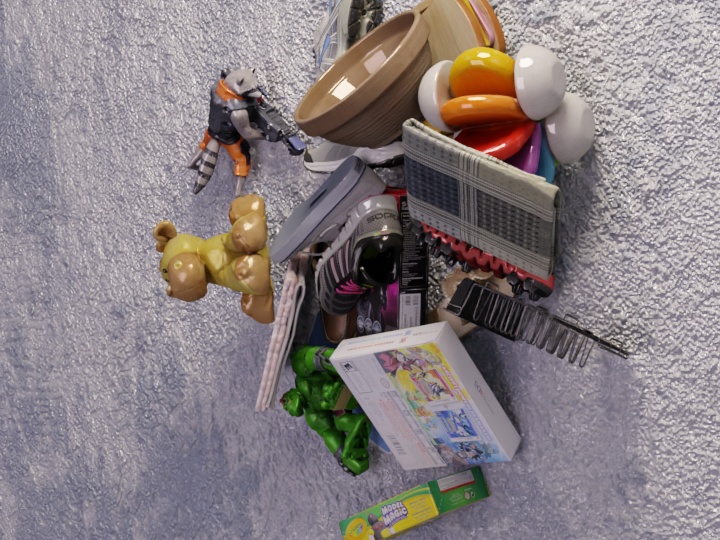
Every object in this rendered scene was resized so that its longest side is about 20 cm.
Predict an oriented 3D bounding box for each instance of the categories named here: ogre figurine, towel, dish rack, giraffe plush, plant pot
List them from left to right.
[{"bbox_3d":[-0.205,-0.013,1.838,0.159,0.200,0.176,-6,98,-2],"label":"giraffe plush"},{"bbox_3d":[-0.103,0.072,1.825,0.032,0.191,0.203,14,109,-4],"label":"towel"},{"bbox_3d":[-0.043,0.178,1.803,0.119,0.098,0.201,27,158,47],"label":"ogre figurine"},{"bbox_3d":[0.021,-0.216,1.606,0.200,0.202,0.093,-26,115,41],"label":"plant pot"},{"bbox_3d":[0.138,-0.080,1.485,0.198,0.035,0.193,27,156,18],"label":"towel"},{"bbox_3d":[0.212,0.069,1.546,0.198,0.153,0.055,23,91,37],"label":"dish rack"}]

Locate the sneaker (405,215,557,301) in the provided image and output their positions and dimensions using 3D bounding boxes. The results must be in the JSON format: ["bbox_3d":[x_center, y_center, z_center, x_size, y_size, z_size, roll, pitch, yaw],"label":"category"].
[{"bbox_3d":[0.155,-0.042,1.608,0.198,0.071,0.099,23,81,17],"label":"sneaker"}]

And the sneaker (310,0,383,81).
[{"bbox_3d":[-0.028,-0.288,1.777,0.085,0.076,0.203,28,106,47],"label":"sneaker"}]

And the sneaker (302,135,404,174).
[{"bbox_3d":[-0.006,-0.169,1.750,0.199,0.073,0.081,-7,91,52],"label":"sneaker"}]

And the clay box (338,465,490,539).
[{"bbox_3d":[0.060,0.316,1.731,0.199,0.114,0.048,-31,75,39],"label":"clay box"}]

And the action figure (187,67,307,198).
[{"bbox_3d":[-0.173,-0.193,1.892,0.199,0.104,0.196,38,128,35],"label":"action figure"}]

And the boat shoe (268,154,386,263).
[{"bbox_3d":[-0.035,-0.062,1.724,0.086,0.075,0.202,34,124,-18],"label":"boat shoe"}]

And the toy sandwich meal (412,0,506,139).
[{"bbox_3d":[0.098,-0.255,1.657,0.203,0.070,0.209,6,99,41],"label":"toy sandwich meal"}]

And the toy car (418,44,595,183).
[{"bbox_3d":[0.163,-0.155,1.522,0.173,0.200,0.152,-6,55,34],"label":"toy car"}]

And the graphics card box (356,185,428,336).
[{"bbox_3d":[0.041,-0.005,1.727,0.125,0.050,0.204,16,107,62],"label":"graphics card box"}]

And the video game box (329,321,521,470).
[{"bbox_3d":[0.082,0.162,1.675,0.181,0.047,0.201,-10,121,43],"label":"video game box"}]

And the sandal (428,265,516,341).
[{"bbox_3d":[0.125,0.040,1.669,0.212,0.069,0.078,-49,64,34],"label":"sandal"}]

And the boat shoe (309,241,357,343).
[{"bbox_3d":[-0.039,-0.002,1.805,0.075,0.073,0.204,2,94,40],"label":"boat shoe"}]

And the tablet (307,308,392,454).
[{"bbox_3d":[-0.006,0.152,1.838,0.199,0.014,0.132,32,115,34],"label":"tablet"}]

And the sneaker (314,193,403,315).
[{"bbox_3d":[0.000,0.000,1.671,0.201,0.073,0.088,-59,37,39],"label":"sneaker"}]
